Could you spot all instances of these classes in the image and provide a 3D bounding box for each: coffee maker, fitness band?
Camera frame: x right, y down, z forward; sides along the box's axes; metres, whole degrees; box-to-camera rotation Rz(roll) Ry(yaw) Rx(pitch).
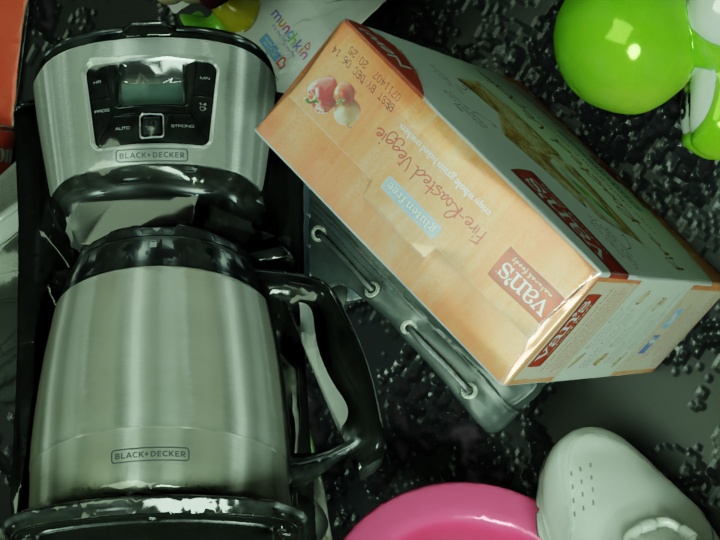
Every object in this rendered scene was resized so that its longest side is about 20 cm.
[{"bbox_3d":[-0.084,0.033,0.765,0.192,0.134,0.202,135,139,-53],"label":"coffee maker"},{"bbox_3d":[0.067,0.175,0.797,0.200,0.143,0.038,44,151,17],"label":"fitness band"}]

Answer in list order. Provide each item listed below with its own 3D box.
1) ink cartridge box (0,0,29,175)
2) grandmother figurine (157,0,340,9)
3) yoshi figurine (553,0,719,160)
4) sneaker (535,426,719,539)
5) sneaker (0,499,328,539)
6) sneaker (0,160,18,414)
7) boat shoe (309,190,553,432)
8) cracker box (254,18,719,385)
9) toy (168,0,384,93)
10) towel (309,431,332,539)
[{"bbox_3d":[-0.233,-0.046,0.975,0.108,0.050,0.202,10,94,24],"label":"ink cartridge box"},{"bbox_3d":[-0.049,-0.164,0.833,0.199,0.060,0.122,32,96,42],"label":"grandmother figurine"},{"bbox_3d":[0.126,-0.146,0.791,0.111,0.112,0.202,4,93,35],"label":"yoshi figurine"},{"bbox_3d":[0.139,0.138,0.765,0.074,0.087,0.201,-25,62,-19],"label":"sneaker"},{"bbox_3d":[-0.107,0.129,0.883,0.199,0.070,0.081,-23,78,25],"label":"sneaker"},{"bbox_3d":[-0.122,-0.011,0.910,0.199,0.071,0.099,-38,114,13],"label":"sneaker"},{"bbox_3d":[0.001,0.000,0.857,0.199,0.074,0.066,35,96,15],"label":"boat shoe"},{"bbox_3d":[0.059,-0.023,0.762,0.134,0.200,0.058,46,106,17],"label":"cracker box"},{"bbox_3d":[0.004,-0.163,0.867,0.200,0.047,0.115,-40,60,8],"label":"toy"},{"bbox_3d":[-0.074,0.143,0.917,0.151,0.023,0.202,-17,84,24],"label":"towel"}]
